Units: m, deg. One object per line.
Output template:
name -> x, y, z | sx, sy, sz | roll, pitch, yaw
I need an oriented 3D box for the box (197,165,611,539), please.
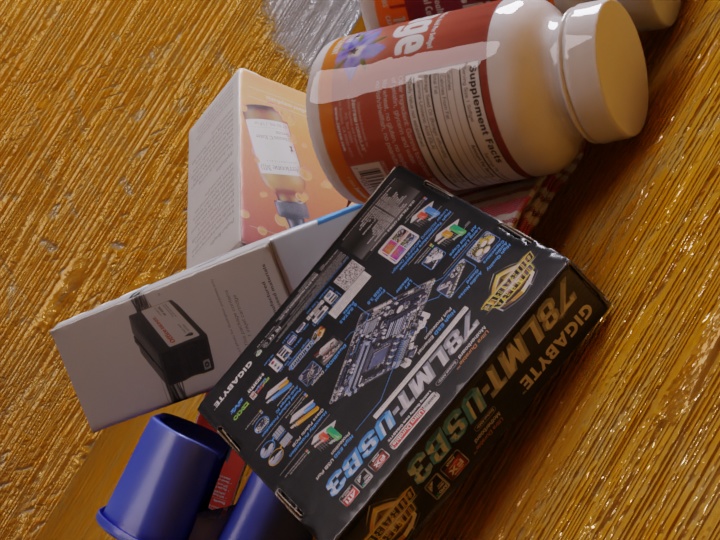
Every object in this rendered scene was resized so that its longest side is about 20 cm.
box -> 0.016, 0.051, 0.939 | 0.200, 0.050, 0.198 | -50, 33, -4

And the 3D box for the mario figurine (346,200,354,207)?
mario figurine -> 0.000, 0.000, 1.266 | 0.107, 0.122, 0.201 | 94, -170, -48

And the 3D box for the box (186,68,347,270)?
box -> -0.071, -0.058, 1.519 | 0.106, 0.151, 0.202 | -43, 39, 43

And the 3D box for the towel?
towel -> 0.066, -0.033, 1.092 | 0.145, 0.030, 0.200 | -13, 27, 38

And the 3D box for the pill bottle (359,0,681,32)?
pill bottle -> 0.108, -0.198, 1.107 | 0.198, 0.115, 0.115 | -4, 40, 27

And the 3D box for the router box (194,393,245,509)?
router box -> -0.124, 0.175, 1.337 | 0.200, 0.048, 0.181 | 112, 176, -65

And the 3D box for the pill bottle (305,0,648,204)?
pill bottle -> 0.074, -0.110, 1.043 | 0.198, 0.113, 0.113 | -8, 38, 30

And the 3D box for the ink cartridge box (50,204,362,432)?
ink cartridge box -> -0.093, 0.033, 1.166 | 0.199, 0.084, 0.145 | -20, 3, 30

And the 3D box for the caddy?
caddy -> -0.100, 0.169, 1.104 | 0.200, 0.140, 0.106 | 100, -167, -86
